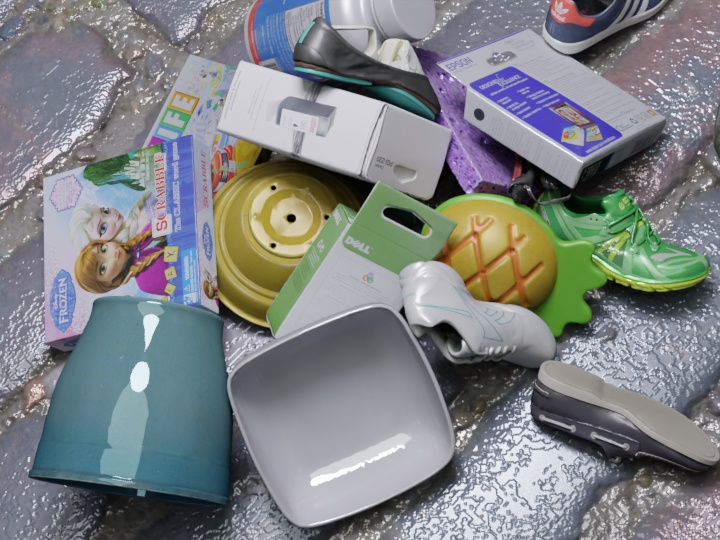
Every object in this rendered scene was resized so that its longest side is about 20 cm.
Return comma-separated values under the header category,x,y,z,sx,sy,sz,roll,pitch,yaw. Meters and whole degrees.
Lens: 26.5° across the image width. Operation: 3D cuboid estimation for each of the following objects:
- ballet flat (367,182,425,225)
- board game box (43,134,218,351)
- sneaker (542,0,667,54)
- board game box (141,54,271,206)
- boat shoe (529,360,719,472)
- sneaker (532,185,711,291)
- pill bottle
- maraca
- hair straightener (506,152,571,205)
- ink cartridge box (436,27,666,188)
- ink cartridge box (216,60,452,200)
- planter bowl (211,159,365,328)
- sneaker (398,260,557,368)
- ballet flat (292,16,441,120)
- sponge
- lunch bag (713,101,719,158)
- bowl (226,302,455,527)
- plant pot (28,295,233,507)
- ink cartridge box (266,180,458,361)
category,x,y,z,sx,sy,sz,roll,pitch,yaw
ballet flat,0.020,-0.133,1.708,0.062,0.067,0.200,-36,67,-20
board game box,-0.254,-0.029,1.667,0.199,0.041,0.200,-15,67,22
sneaker,0.292,-0.324,1.734,0.200,0.085,0.075,-37,63,-24
board game box,-0.174,-0.141,1.751,0.134,0.034,0.200,18,69,15
boat shoe,0.266,0.161,1.559,0.200,0.073,0.063,26,114,12
sneaker,0.275,-0.038,1.613,0.200,0.084,0.074,22,28,16
pill bottle,-0.021,-0.270,1.672,0.200,0.112,0.112,-10,61,37
maraca,0.157,-0.005,1.607,0.200,0.137,0.107,21,25,7
hair straightener,0.201,-0.119,1.631,0.077,0.041,0.200,2,25,12
ink cartridge box,0.204,-0.180,1.658,0.200,0.043,0.198,38,38,20
ink cartridge box,-0.026,-0.147,1.610,0.200,0.146,0.085,22,95,33
planter bowl,-0.075,-0.043,1.647,0.200,0.083,0.201,2,71,-4
sneaker,0.118,0.066,1.555,0.200,0.070,0.080,26,46,-28
ballet flat,0.018,-0.211,1.569,0.068,0.200,0.069,16,90,46
sponge,0.114,-0.160,1.684,0.030,0.111,0.200,-44,59,29
lunch bag,0.473,-0.153,1.584,0.168,0.200,0.139,-24,66,-2
bowl,-0.020,0.140,1.549,0.199,0.075,0.200,-24,104,-2
plant pot,-0.215,0.129,1.527,0.200,0.200,0.188,6,78,10
ink cartridge box,0.000,0.000,1.579,0.104,0.059,0.200,27,107,-22
